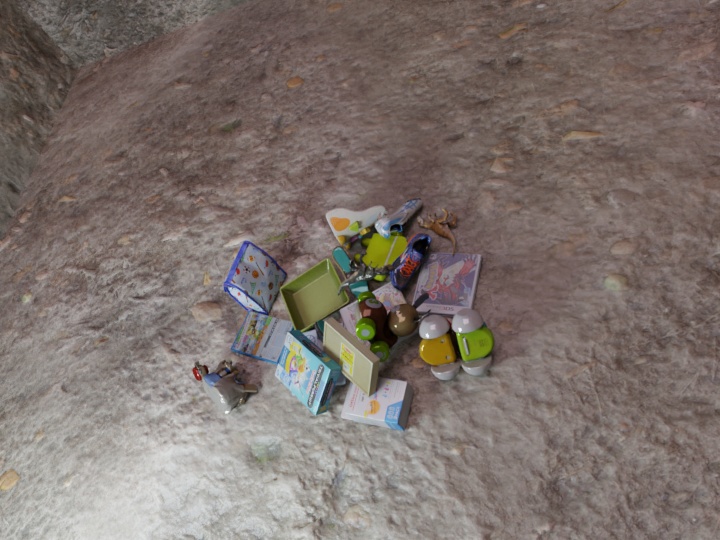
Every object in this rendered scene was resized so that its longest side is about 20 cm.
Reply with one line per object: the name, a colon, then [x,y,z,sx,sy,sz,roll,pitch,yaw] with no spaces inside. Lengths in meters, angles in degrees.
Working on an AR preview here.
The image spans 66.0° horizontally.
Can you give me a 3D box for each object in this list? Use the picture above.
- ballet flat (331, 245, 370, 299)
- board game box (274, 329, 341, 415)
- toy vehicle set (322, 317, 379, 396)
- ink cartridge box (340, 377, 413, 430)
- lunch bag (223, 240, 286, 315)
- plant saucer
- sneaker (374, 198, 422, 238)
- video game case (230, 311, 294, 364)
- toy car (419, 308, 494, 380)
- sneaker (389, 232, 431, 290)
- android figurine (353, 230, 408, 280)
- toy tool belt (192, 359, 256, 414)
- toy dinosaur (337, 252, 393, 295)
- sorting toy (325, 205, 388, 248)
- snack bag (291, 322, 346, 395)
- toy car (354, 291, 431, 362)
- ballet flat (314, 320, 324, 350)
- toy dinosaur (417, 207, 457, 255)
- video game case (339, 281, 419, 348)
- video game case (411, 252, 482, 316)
ballet flat: [-0.022,0.010,1.752,0.068,0.063,0.202,-30,79,6]
board game box: [-0.154,0.288,1.583,0.199,0.046,0.153,34,114,37]
toy vehicle set: [-0.029,0.232,1.493,0.026,0.126,0.199,-23,46,-35]
ink cartridge box: [0.034,0.354,1.509,0.197,0.068,0.117,3,61,27]
lunch bag: [-0.360,0.022,1.824,0.122,0.200,0.172,6,63,28]
plant saucer: [-0.142,0.087,1.776,0.198,0.048,0.201,-32,52,4]
sneaker: [0.132,-0.167,1.781,0.199,0.072,0.073,-35,81,-28]
video game case: [-0.315,0.216,1.795,0.197,0.018,0.145,10,65,30]
toy car: [0.256,0.181,1.476,0.197,0.178,0.150,-13,18,18]
sneaker: [0.151,-0.034,1.664,0.075,0.078,0.202,30,74,-10]
android figurine: [0.079,-0.053,1.764,0.197,0.041,0.184,8,63,30]
toy tool belt: [-0.419,0.341,1.720,0.122,0.126,0.199,-27,47,-35]
toy dinosaur: [0.000,0.000,1.682,0.198,0.047,0.090,-23,73,22]
sorting toy: [0.004,-0.159,1.794,0.178,0.200,0.108,-25,83,8]
snack bag: [-0.123,0.266,1.670,0.186,0.021,0.203,-16,57,17]
toy car: [0.098,0.123,1.505,0.198,0.159,0.165,-25,25,15]
ballet flat: [-0.081,0.224,1.624,0.074,0.074,0.199,-45,49,-7]
toy dinosaur: [0.261,-0.129,1.729,0.200,0.060,0.107,39,105,43]
video game case: [0.053,0.148,1.648,0.198,0.023,0.184,-28,58,6]
video game case: [0.254,0.039,1.634,0.179,0.023,0.203,3,61,27]
